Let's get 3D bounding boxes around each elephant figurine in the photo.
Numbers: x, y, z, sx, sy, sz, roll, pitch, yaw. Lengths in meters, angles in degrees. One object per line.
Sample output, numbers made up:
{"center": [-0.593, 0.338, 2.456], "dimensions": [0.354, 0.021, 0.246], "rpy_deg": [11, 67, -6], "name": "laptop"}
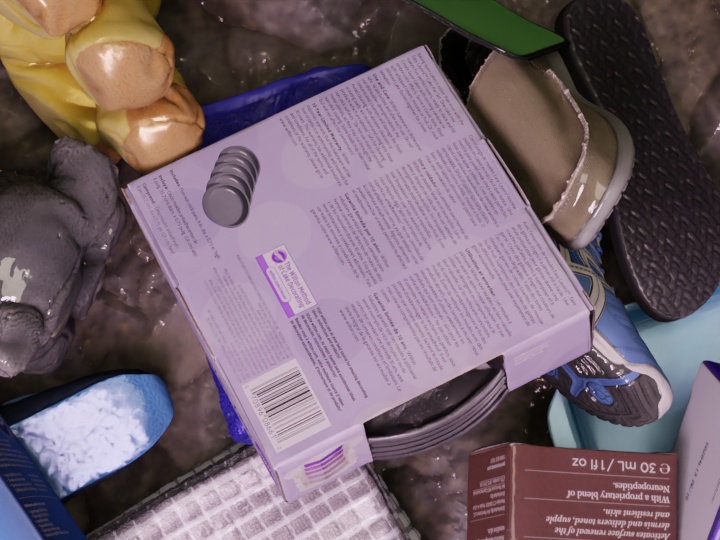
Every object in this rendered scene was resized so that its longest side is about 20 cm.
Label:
{"center": [-0.237, -0.027, 1.240], "dimensions": [0.200, 0.155, 0.142], "rpy_deg": [24, 73, 2], "name": "elephant figurine"}

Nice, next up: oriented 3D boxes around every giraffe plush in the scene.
{"center": [-0.133, -0.168, 1.288], "dimensions": [0.200, 0.173, 0.162], "rpy_deg": [28, 66, 41], "name": "giraffe plush"}

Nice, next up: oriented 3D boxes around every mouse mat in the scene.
{"center": [0.016, -0.164, 1.270], "dimensions": [0.200, 0.161, 0.008], "rpy_deg": [30, 105, 9], "name": "mouse mat"}

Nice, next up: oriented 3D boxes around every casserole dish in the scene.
{"center": [0.201, 0.068, 1.331], "dimensions": [0.199, 0.039, 0.121], "rpy_deg": [-17, 86, -5], "name": "casserole dish"}

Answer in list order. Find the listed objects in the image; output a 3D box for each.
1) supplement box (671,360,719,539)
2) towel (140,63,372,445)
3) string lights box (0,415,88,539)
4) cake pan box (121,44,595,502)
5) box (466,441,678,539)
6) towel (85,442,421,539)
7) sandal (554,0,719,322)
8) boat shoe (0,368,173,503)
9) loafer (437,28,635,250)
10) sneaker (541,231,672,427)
{"center": [0.273, 0.131, 1.269], "dimensions": [0.199, 0.103, 0.101], "rpy_deg": [15, 103, -13], "name": "supplement box"}
{"center": [-0.032, -0.016, 1.276], "dimensions": [0.147, 0.050, 0.200], "rpy_deg": [-22, 61, 2], "name": "towel"}
{"center": [-0.182, 0.139, 1.196], "dimensions": [0.059, 0.103, 0.200], "rpy_deg": [-36, 82, 1], "name": "string lights box"}
{"center": [0.000, 0.000, 1.212], "dimensions": [0.184, 0.052, 0.200], "rpy_deg": [-28, 62, -7], "name": "cake pan box"}
{"center": [0.111, 0.195, 1.243], "dimensions": [0.100, 0.075, 0.201], "rpy_deg": [4, 81, -16], "name": "box"}
{"center": [-0.058, 0.183, 1.284], "dimensions": [0.200, 0.086, 0.166], "rpy_deg": [-30, 88, -5], "name": "towel"}
{"center": [0.155, -0.062, 1.334], "dimensions": [0.075, 0.045, 0.201], "rpy_deg": [-4, 68, -29], "name": "sandal"}
{"center": [-0.196, 0.114, 1.293], "dimensions": [0.199, 0.069, 0.084], "rpy_deg": [-16, 95, -3], "name": "boat shoe"}
{"center": [0.086, -0.077, 1.262], "dimensions": [0.070, 0.200, 0.075], "rpy_deg": [21, 109, -25], "name": "loafer"}
{"center": [0.109, 0.002, 1.288], "dimensions": [0.077, 0.076, 0.200], "rpy_deg": [-30, 62, -20], "name": "sneaker"}
